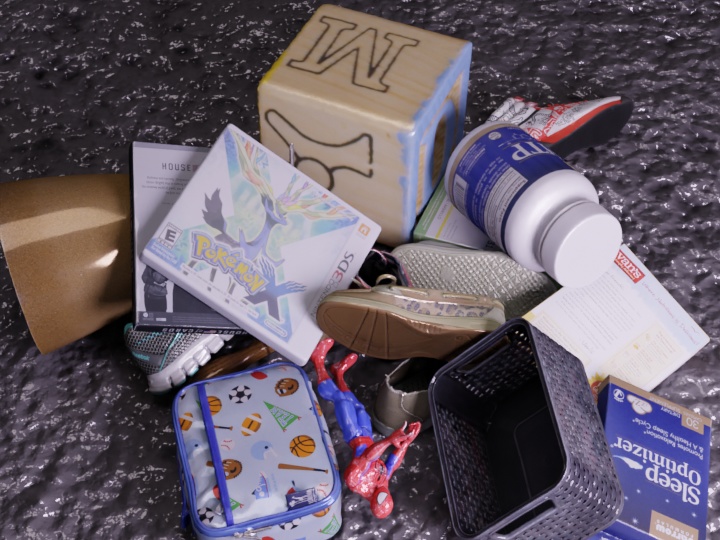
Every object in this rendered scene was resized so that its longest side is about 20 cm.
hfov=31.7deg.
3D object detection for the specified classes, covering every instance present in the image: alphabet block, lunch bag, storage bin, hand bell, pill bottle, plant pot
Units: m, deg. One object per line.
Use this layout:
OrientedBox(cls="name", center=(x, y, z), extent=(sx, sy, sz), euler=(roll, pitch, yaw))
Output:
OrientedBox(cls="alphabet block", center=(0.005, -0.174, 1.524), extent=(0.198, 0.197, 0.197), euler=(18, 45, 15))
OrientedBox(cls="lunch bag", center=(-0.106, 0.190, 1.244), extent=(0.158, 0.076, 0.201), euler=(-11, 45, -9))
OrientedBox(cls="storage bin", center=(0.154, 0.165, 1.210), extent=(0.135, 0.093, 0.201), euler=(-37, 38, 25))
OrientedBox(cls="hand bell", center=(-0.106, 0.084, 1.358), extent=(0.199, 0.105, 0.104), euler=(-33, 52, -13))
OrientedBox(cls="pill bottle", center=(0.191, -0.070, 1.390), extent=(0.119, 0.121, 0.200), euler=(-21, 41, -21))
OrientedBox(cls="plant pot", center=(-0.271, -0.027, 1.364), extent=(0.197, 0.188, 0.187), euler=(-16, 47, -9))

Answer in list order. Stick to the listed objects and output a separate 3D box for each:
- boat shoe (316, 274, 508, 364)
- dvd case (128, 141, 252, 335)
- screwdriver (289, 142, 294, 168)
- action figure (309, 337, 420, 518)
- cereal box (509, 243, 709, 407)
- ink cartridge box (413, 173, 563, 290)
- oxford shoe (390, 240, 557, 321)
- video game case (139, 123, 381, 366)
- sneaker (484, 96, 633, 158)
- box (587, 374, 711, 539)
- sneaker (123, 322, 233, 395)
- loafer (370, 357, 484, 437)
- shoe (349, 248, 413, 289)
OrientedBox(cls="boat shoe", center=(0.052, 0.048, 1.289), extent=(0.197, 0.074, 0.063), euler=(11, 47, -9))
OrientedBox(cls="dvd case", center=(-0.163, -0.033, 1.308), extent=(0.148, 0.025, 0.203), euler=(3, 67, -21))
OrientedBox(cls="screwdriver", center=(-0.079, -0.065, 1.405), extent=(0.029, 0.202, 0.028), euler=(32, 51, 32))
OrientedBox(cls="action figure", center=(0.015, 0.143, 1.234), extent=(0.099, 0.065, 0.202), euler=(-36, 46, 21))
OrientedBox(cls="cereal box", center=(0.261, 0.076, 1.357), extent=(0.199, 0.040, 0.144), euler=(-31, 73, -29))
OrientedBox(cls="ink cartridge box", center=(0.178, -0.049, 1.504), extent=(0.198, 0.048, 0.146), euler=(15, 46, 17))
OrientedBox(cls="oxford shoe", center=(0.128, 0.008, 1.437), extent=(0.197, 0.076, 0.058), euler=(13, 10, 9))
OrientedBox(cls="video game case", center=(-0.099, -0.029, 1.305), extent=(0.199, 0.022, 0.183), euler=(33, 61, -6))
OrientedBox(cls="sneaker", center=(0.252, -0.198, 1.638), extent=(0.200, 0.068, 0.108), euler=(-29, 55, -23))
OrientedBox(cls="box", center=(0.280, 0.207, 1.231), extent=(0.120, 0.033, 0.201), euler=(23, 49, -7))
OrientedBox(cls="sneaker", center=(-0.167, 0.036, 1.339), extent=(0.200, 0.077, 0.091), euler=(-44, 101, -15))
OrientedBox(cls="loafer", center=(0.097, 0.104, 1.332), extent=(0.199, 0.070, 0.075), euler=(-33, 54, -29))
OrientedBox(cls="shoe", center=(0.000, 0.000, 1.416), extent=(0.071, 0.092, 0.201), euler=(-16, 48, -23))
